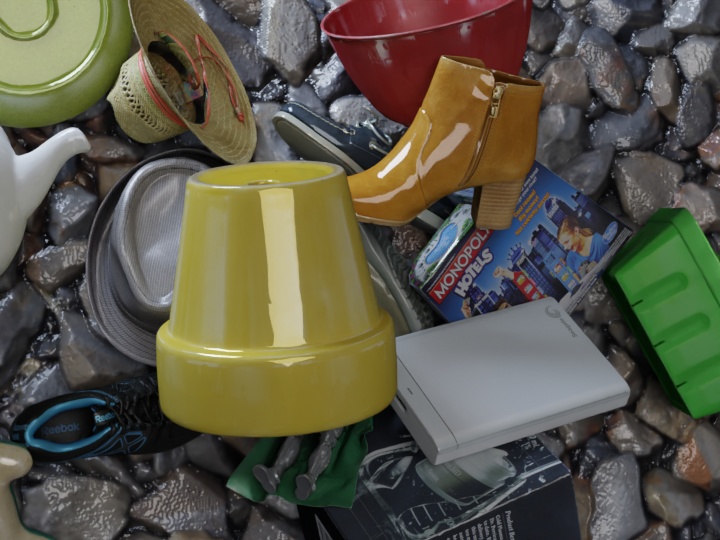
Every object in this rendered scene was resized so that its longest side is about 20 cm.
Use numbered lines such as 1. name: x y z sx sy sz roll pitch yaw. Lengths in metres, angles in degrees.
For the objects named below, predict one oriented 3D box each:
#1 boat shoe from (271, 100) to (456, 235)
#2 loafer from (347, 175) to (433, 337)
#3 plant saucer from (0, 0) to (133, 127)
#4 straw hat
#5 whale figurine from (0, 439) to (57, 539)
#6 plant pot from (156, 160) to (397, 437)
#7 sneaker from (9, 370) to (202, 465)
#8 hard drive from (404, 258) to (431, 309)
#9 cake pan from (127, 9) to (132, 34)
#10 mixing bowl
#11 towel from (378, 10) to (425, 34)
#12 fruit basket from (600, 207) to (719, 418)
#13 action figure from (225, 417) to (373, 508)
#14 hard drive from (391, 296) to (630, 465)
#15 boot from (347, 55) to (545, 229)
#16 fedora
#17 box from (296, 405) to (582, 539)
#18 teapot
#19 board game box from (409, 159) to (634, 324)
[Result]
1. boat shoe: 0.010 -0.107 1.398 0.199 0.075 0.062 31 80 -11
2. loafer: 0.000 0.000 1.362 0.069 0.075 0.201 -31 93 16
3. plant saucer: -0.299 -0.229 1.316 0.198 0.031 0.202 2 84 -14
4. straw hat: -0.178 -0.158 1.327 0.085 0.201 0.202 -27 92 17
5. whale figurine: -0.344 0.190 1.281 0.159 0.104 0.200 -36 117 11
6. plant pot: -0.072 0.014 1.207 0.199 0.201 0.191 -7 104 -14
7. sneaker: -0.208 0.133 1.318 0.198 0.082 0.074 -15 87 -16
8. hard drive: -0.036 0.029 1.395 0.199 0.033 0.141 25 79 -11
9. cake pan: -0.301 -0.262 1.354 0.198 0.037 0.202 1 85 -14
10. mixing bowl: 0.072 -0.198 1.364 0.199 0.200 0.109 -21 115 -15
11. towel: 0.051 -0.252 1.451 0.086 0.018 0.201 -33 93 -15
12. fruit basket: 0.359 0.021 1.429 0.213 0.156 0.218 0 92 -1
13. action figure: -0.028 0.120 1.311 0.117 0.055 0.201 9 41 19
14. hard drive: 0.119 0.092 1.303 0.198 0.027 0.132 -13 45 -26
15. boot: 0.054 -0.114 1.278 0.199 0.071 0.145 3 110 -12
16. fedora: -0.164 -0.019 1.318 0.175 0.090 0.202 12 79 5
17. box: 0.062 0.210 1.304 0.195 0.200 0.125 -20 120 -16
18. teapot: -0.369 -0.084 1.264 0.199 0.197 0.147 33 48 -28
19. board game box: 0.131 -0.031 1.394 0.200 0.062 0.200 -50 117 -13
